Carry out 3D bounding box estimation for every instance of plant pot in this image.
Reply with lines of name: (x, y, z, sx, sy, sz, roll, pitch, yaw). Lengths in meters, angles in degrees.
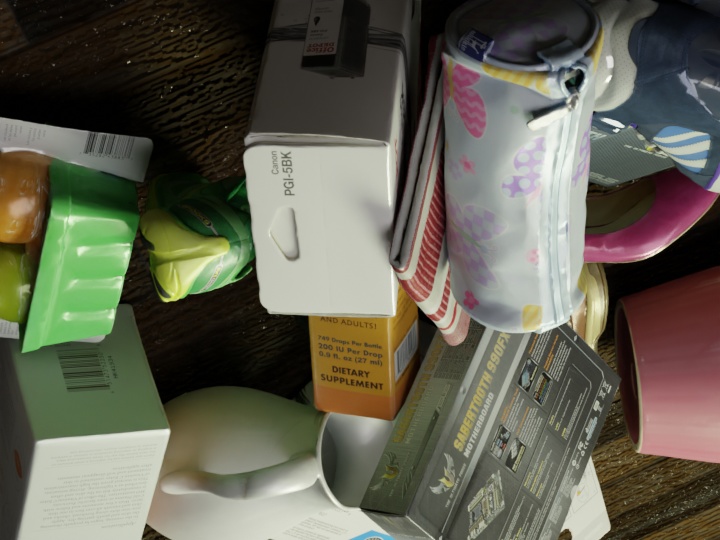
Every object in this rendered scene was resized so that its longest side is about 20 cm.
plant pot: (0.306, 0.077, 1.360, 0.177, 0.201, 0.201, -6, 138, 1)

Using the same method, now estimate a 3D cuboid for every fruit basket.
fruit basket: (-0.245, -0.030, 1.055, 0.198, 0.094, 0.186, 9, 130, -13)

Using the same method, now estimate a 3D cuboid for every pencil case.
pencil case: (0.091, -0.060, 0.928, 0.083, 0.090, 0.201, -34, 141, -30)

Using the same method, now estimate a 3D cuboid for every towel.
towel: (0.053, -0.044, 1.012, 0.022, 0.146, 0.200, 9, 168, 15)

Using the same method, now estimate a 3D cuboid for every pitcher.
pitcher: (-0.089, 0.146, 1.217, 0.198, 0.123, 0.171, -9, 177, 32)

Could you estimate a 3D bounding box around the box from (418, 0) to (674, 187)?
box: (0.155, -0.116, 1.116, 0.198, 0.052, 0.157, 12, 160, -36)

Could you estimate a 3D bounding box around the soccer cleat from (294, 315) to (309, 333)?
soccer cleat: (0.033, -0.009, 1.200, 0.200, 0.081, 0.067, -40, 137, 16)

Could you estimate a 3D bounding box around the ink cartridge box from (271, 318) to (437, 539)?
ink cartridge box: (0.017, 0.139, 1.346, 0.200, 0.085, 0.145, -44, 135, 20)

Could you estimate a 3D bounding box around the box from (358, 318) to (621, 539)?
box: (0.098, 0.122, 1.193, 0.158, 0.048, 0.201, 41, 63, -36)

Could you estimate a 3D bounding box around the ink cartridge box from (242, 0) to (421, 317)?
ink cartridge box: (-0.010, -0.092, 0.989, 0.082, 0.201, 0.148, 3, 138, 5)

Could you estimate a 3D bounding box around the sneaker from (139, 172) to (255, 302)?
sneaker: (-0.093, -0.022, 1.044, 0.083, 0.200, 0.075, -11, 103, -3)

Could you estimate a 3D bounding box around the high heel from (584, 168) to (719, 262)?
high heel: (0.170, -0.050, 1.237, 0.199, 0.068, 0.096, -27, 117, 17)

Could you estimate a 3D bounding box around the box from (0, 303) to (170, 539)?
box: (-0.214, 0.139, 1.200, 0.096, 0.125, 0.201, -2, 135, -25)

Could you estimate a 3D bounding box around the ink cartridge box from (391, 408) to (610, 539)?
ink cartridge box: (0.110, 0.148, 1.271, 0.160, 0.050, 0.202, -32, 115, -39)

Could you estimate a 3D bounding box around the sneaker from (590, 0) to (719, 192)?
sneaker: (0.172, -0.111, 0.991, 0.145, 0.081, 0.200, 18, 175, 7)

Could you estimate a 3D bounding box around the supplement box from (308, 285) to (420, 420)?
supplement box: (0.000, 0.000, 1.145, 0.066, 0.069, 0.202, 7, 117, 20)

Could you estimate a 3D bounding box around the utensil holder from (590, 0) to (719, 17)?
utensil holder: (0.211, -0.221, 1.003, 0.198, 0.171, 0.171, 12, 127, -33)

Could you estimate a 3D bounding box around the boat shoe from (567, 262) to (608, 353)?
boat shoe: (0.159, 0.065, 1.356, 0.067, 0.072, 0.202, -8, 129, -6)
